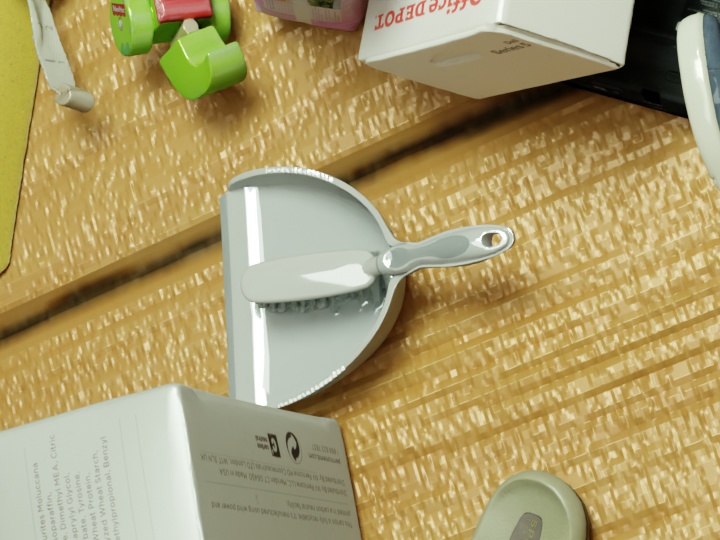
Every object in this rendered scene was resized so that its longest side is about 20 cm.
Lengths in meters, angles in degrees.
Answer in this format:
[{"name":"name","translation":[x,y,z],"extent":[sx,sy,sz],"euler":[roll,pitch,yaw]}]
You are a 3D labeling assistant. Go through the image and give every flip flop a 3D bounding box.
[{"name":"flip flop","translation":[0.066,0.202,1.135],"extent":[0.081,0.058,0.201],"euler":[19,89,26]}]

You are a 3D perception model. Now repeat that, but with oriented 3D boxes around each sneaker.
[{"name":"sneaker","translation":[0.226,-0.045,1.083],"extent":[0.084,0.075,0.201],"euler":[-24,95,19]}]

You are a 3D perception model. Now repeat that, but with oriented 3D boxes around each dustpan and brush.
[{"name":"dustpan and brush","translation":[0.000,0.000,1.199],"extent":[0.199,0.057,0.141],"euler":[-9,77,23]}]

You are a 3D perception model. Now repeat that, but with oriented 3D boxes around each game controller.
[{"name":"game controller","translation":[0.189,-0.131,1.154],"extent":[0.199,0.042,0.105],"euler":[19,75,26]}]

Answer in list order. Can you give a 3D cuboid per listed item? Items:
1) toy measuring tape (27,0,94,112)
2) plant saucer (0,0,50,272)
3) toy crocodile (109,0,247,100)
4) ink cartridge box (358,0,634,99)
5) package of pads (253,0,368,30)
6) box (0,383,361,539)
[{"name":"toy measuring tape","translation":[-0.181,-0.195,1.305],"extent":[0.073,0.073,0.201],"euler":[-28,65,18]},{"name":"plant saucer","translation":[-0.302,-0.105,1.363],"extent":[0.199,0.048,0.202],"euler":[5,82,25]},{"name":"toy crocodile","translation":[-0.118,-0.191,1.271],"extent":[0.067,0.062,0.201],"euler":[-9,73,-24]},{"name":"ink cartridge box","translation":[0.082,-0.202,1.142],"extent":[0.145,0.084,0.202],"euler":[-5,72,61]},{"name":"package of pads","translation":[-0.023,-0.210,1.166],"extent":[0.075,0.200,0.121],"euler":[11,85,2]},{"name":"box","translation":[-0.089,0.177,1.132],"extent":[0.130,0.199,0.202],"euler":[-16,75,20]}]
